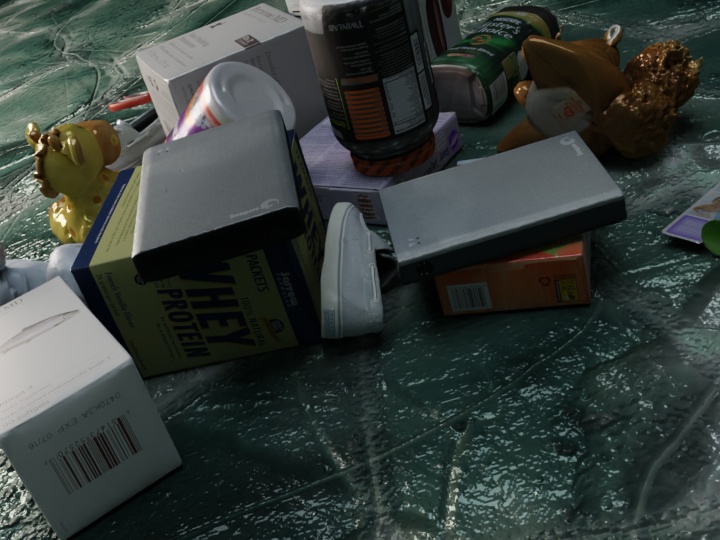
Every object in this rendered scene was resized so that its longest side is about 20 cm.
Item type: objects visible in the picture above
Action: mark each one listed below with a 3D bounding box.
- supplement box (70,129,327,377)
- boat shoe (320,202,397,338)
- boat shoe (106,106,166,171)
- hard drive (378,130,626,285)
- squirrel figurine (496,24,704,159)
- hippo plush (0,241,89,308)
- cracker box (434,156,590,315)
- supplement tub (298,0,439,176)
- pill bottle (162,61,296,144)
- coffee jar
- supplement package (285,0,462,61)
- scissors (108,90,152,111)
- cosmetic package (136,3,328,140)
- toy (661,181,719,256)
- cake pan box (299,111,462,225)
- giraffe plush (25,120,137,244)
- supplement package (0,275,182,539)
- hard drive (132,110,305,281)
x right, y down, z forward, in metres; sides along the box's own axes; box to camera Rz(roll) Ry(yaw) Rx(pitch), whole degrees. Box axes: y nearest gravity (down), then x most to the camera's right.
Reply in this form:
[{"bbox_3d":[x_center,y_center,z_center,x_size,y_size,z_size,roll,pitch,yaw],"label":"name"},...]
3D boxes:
[{"bbox_3d":[-0.146,-0.020,0.925,0.198,0.135,0.201,-12,33,8],"label":"supplement box"},{"bbox_3d":[0.000,-0.001,0.901,0.071,0.070,0.201,3,33,0],"label":"boat shoe"},{"bbox_3d":[-0.332,-0.181,1.317,0.070,0.072,0.201,15,44,42],"label":"boat shoe"},{"bbox_3d":[0.122,-0.060,0.842,0.199,0.033,0.140,-16,31,3],"label":"hard drive"},{"bbox_3d":[0.270,-0.200,1.033,0.199,0.142,0.187,15,31,21],"label":"squirrel figurine"},{"bbox_3d":[-0.321,0.043,0.951,0.159,0.161,0.200,0,-12,-5],"label":"hippo plush"},{"bbox_3d":[0.150,-0.043,0.887,0.133,0.058,0.201,-6,34,19],"label":"cracker box"},{"bbox_3d":[0.015,-0.211,0.988,0.122,0.201,0.123,-11,33,7],"label":"supplement tub"},{"bbox_3d":[-0.167,-0.130,1.055,0.200,0.111,0.112,-46,12,38],"label":"pill bottle"},{"bbox_3d":[0.175,-0.273,1.208,0.104,0.086,0.200,12,42,39],"label":"coffee jar"},{"bbox_3d":[0.026,-0.336,1.271,0.146,0.201,0.191,8,40,35],"label":"supplement package"},{"bbox_3d":[-0.265,-0.256,1.331,0.198,0.014,0.073,-7,19,17],"label":"scissors"},{"bbox_3d":[-0.162,-0.233,1.237,0.199,0.166,0.165,-27,34,-16],"label":"cosmetic package"},{"bbox_3d":[0.376,-0.082,0.845,0.200,0.047,0.115,-38,38,-29],"label":"toy"},{"bbox_3d":[-0.006,-0.128,1.108,0.199,0.053,0.184,6,37,33],"label":"cake pan box"},{"bbox_3d":[-0.336,-0.112,1.137,0.171,0.163,0.200,-4,33,21],"label":"giraffe plush"},{"bbox_3d":[-0.257,0.109,0.797,0.117,0.118,0.200,-32,34,-21],"label":"supplement package"},{"bbox_3d":[-0.126,-0.071,0.822,0.139,0.033,0.200,-17,33,1],"label":"hard drive"}]
